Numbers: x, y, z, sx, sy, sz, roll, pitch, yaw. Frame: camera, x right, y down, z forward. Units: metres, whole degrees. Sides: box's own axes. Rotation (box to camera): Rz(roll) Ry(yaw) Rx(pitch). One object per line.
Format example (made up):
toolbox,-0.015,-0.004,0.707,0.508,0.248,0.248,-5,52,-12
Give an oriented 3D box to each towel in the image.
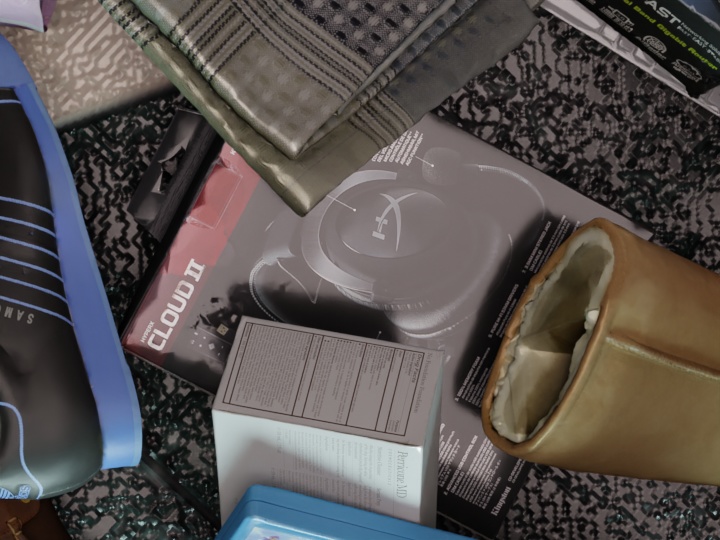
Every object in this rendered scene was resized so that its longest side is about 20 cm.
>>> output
towel,-0.025,-0.144,1.027,0.200,0.035,0.193,48,53,-2

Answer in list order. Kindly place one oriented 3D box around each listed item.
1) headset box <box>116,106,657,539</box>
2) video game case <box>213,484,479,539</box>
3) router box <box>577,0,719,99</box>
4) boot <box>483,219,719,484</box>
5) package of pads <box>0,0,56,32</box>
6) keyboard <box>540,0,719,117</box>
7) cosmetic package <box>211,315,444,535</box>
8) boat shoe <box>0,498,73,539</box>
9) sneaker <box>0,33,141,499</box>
headset box,0.000,0.000,1.079,0.199,0.077,0.149,27,92,-6
video game case,-0.011,0.157,1.041,0.143,0.200,0.018,16,52,-15
router box,0.141,-0.196,1.051,0.150,0.062,0.200,36,73,-8
boot,0.163,0.017,1.046,0.200,0.066,0.176,19,93,-38
package of pads,-0.212,-0.174,1.040,0.199,0.076,0.121,11,84,-6
keyboard,0.127,-0.119,1.111,0.200,0.011,0.056,31,92,-6
cosmetic package,-0.011,0.100,1.030,0.082,0.200,0.051,11,54,8
boat shoe,-0.162,0.090,1.076,0.200,0.072,0.068,44,92,-4
sneaker,-0.154,-0.003,1.044,0.078,0.070,0.201,-15,76,-21
